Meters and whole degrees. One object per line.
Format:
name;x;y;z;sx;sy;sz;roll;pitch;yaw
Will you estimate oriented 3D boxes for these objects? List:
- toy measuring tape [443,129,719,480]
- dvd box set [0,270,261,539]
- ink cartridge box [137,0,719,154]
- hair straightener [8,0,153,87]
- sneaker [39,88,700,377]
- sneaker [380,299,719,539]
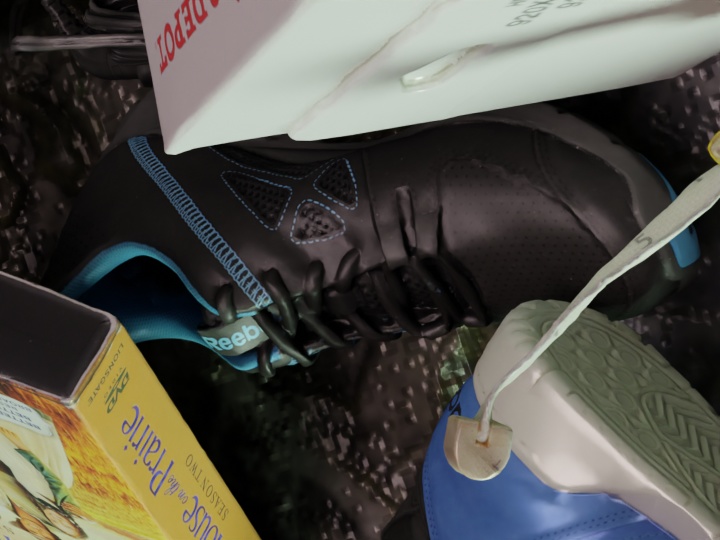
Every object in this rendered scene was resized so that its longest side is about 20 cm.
toy measuring tape;0.108;-0.011;0.654;0.074;0.074;0.200;44;88;15
dvd box set;-0.104;0.049;0.862;0.146;0.200;0.030;20;68;24
ink cartridge box;0.018;-0.145;0.687;0.147;0.144;0.201;148;112;-71
hair straightener;-0.028;-0.075;0.844;0.199;0.077;0.041;4;84;34
sneaker;0.000;0.000;0.829;0.199;0.082;0.073;2;134;36
sneaker;0.081;0.112;0.755;0.200;0.077;0.112;45;121;24
